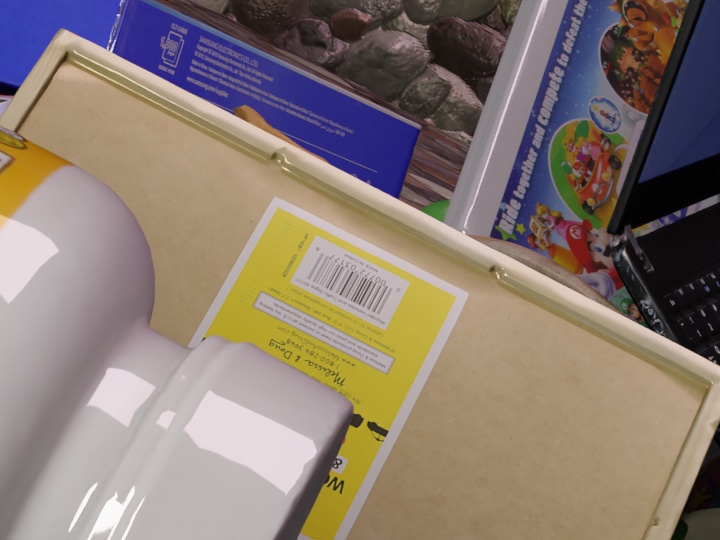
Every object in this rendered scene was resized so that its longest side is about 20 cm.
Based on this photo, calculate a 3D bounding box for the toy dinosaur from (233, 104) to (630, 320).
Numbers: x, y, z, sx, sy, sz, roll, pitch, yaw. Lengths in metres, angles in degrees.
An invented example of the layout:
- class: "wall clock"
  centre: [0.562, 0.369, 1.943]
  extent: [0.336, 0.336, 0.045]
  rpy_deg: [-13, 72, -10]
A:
- class: "toy dinosaur"
  centre: [0.000, 0.000, 0.804]
  extent: [0.106, 0.061, 0.200]
  rpy_deg: [33, -28, -16]

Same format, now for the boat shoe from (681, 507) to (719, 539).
- class: "boat shoe"
  centre: [0.145, 0.126, 0.850]
  extent: [0.201, 0.074, 0.063]
  rpy_deg: [20, -38, 59]

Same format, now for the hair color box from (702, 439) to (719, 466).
- class: "hair color box"
  centre: [0.082, 0.022, 0.920]
  extent: [0.200, 0.061, 0.099]
  rpy_deg: [-29, 47, -36]

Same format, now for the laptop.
- class: "laptop"
  centre: [0.151, -0.019, 0.778]
  extent: [0.200, 0.103, 0.177]
  rpy_deg: [60, 27, 6]

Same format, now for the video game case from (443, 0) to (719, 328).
- class: "video game case"
  centre: [0.125, -0.009, 0.874]
  extent: [0.200, 0.143, 0.018]
  rpy_deg: [33, -38, -16]

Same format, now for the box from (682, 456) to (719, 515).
- class: "box"
  centre: [0.122, 0.064, 1.025]
  extent: [0.200, 0.103, 0.095]
  rpy_deg: [33, 9, 33]

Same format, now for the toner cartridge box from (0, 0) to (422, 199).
- class: "toner cartridge box"
  centre: [-0.069, -0.065, 0.992]
  extent: [0.095, 0.043, 0.200]
  rpy_deg: [18, -1, 32]

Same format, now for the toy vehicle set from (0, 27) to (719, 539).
- class: "toy vehicle set"
  centre: [-0.018, 0.034, 0.679]
  extent: [0.200, 0.124, 0.027]
  rpy_deg: [28, -32, 4]

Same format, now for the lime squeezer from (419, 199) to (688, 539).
- class: "lime squeezer"
  centre: [0.047, 0.016, 0.858]
  extent: [0.070, 0.038, 0.200]
  rpy_deg: [25, 29, -25]

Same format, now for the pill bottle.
- class: "pill bottle"
  centre: [-0.107, 0.014, 0.489]
  extent: [0.200, 0.113, 0.113]
  rpy_deg: [27, 7, 3]

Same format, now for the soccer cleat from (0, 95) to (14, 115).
- class: "soccer cleat"
  centre: [-0.155, -0.036, 0.887]
  extent: [0.199, 0.067, 0.076]
  rpy_deg: [23, 14, -15]
